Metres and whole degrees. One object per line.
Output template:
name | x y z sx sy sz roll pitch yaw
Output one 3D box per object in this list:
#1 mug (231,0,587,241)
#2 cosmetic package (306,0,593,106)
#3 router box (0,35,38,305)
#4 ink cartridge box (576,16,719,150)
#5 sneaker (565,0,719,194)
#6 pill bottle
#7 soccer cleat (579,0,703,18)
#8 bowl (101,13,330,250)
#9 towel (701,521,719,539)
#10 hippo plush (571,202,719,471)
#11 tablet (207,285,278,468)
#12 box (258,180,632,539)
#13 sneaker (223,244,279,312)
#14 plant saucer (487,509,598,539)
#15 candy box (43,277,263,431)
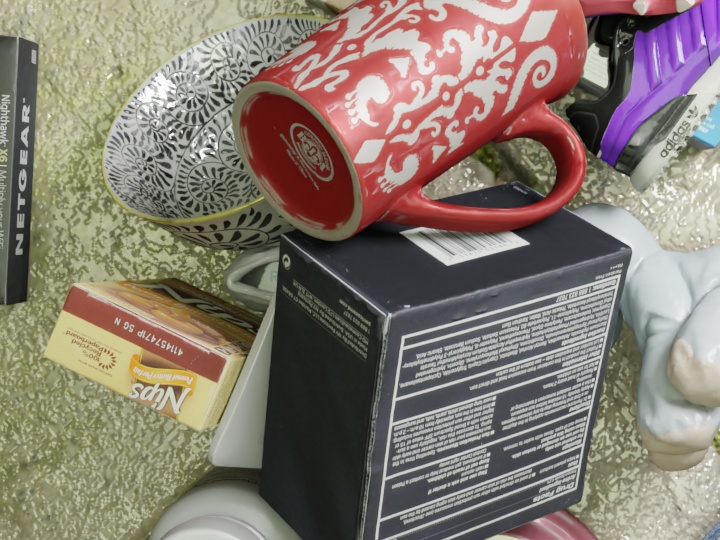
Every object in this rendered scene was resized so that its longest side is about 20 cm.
mug | 0.043 -0.104 0.893 0.177 0.134 0.200 37 55 23
cosmetic package | 0.065 -0.199 1.043 0.199 0.071 0.106 25 95 5
router box | -0.328 -0.078 1.099 0.156 0.052 0.201 4 92 5
ink cartridge box | 0.241 -0.199 1.026 0.116 0.067 0.201 28 95 4
sneaker | 0.208 -0.158 0.963 0.099 0.070 0.200 36 94 8
pill bottle | -0.087 0.199 1.009 0.114 0.200 0.115 0 93 6
soccer cleat | 0.143 -0.198 0.956 0.199 0.076 0.067 4 125 35
bowl | -0.073 -0.079 1.035 0.200 0.201 0.094 -22 133 7
towel | 0.315 0.213 1.023 0.147 0.024 0.200 38 116 2
hippo plush | 0.190 0.024 0.994 0.160 0.159 0.201 25 114 16
tablet | -0.021 0.079 1.008 0.014 0.200 0.131 25 95 31
box | 0.050 0.068 0.945 0.199 0.123 0.199 -13 122 -34
sneaker | 0.000 0.000 1.049 0.199 0.088 0.076 -11 90 6
plant saucer | 0.095 0.260 1.068 0.199 0.051 0.202 0 93 6
candy box | -0.121 0.052 1.003 0.115 0.200 0.056 25 96 10
